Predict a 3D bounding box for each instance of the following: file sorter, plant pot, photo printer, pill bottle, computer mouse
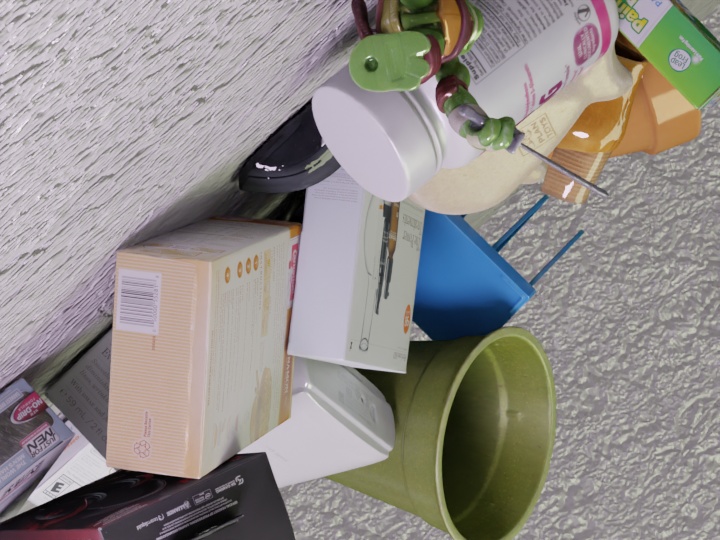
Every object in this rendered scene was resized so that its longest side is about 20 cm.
[{"bbox_3d":[0.083,-0.044,2.066,0.123,0.200,0.139,-42,175,-38],"label":"file sorter"},{"bbox_3d":[0.180,-0.174,1.923,0.140,0.200,0.200,-25,173,-4],"label":"plant pot"},{"bbox_3d":[-0.094,0.127,1.898,0.200,0.070,0.166,-16,148,22],"label":"photo printer"},{"bbox_3d":[0.045,0.135,2.025,0.200,0.190,0.200,-17,112,-52],"label":"plant pot"},{"bbox_3d":[0.070,-0.142,1.548,0.200,0.113,0.113,-39,174,-21],"label":"pill bottle"},{"bbox_3d":[-0.002,-0.121,1.636,0.200,0.046,0.140,-42,176,-12],"label":"computer mouse"}]

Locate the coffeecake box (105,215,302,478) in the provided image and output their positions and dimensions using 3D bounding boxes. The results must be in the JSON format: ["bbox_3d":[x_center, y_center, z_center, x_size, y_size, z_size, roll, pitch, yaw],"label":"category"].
[{"bbox_3d":[-0.109,0.050,1.631,0.200,0.073,0.154,-26,121,-71],"label":"coffeecake box"}]

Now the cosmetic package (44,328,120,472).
[{"bbox_3d":[-0.138,0.062,1.783,0.200,0.102,0.074,-45,176,3],"label":"cosmetic package"}]

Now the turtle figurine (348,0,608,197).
[{"bbox_3d":[0.077,-0.152,1.377,0.144,0.200,0.194,-60,162,14],"label":"turtle figurine"}]

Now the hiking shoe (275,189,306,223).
[{"bbox_3d":[-0.003,-0.065,1.914,0.200,0.076,0.101,-44,178,17],"label":"hiking shoe"}]

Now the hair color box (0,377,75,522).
[{"bbox_3d":[-0.293,0.168,1.678,0.099,0.061,0.200,-39,174,-39],"label":"hair color box"}]

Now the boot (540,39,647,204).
[{"bbox_3d":[0.121,-0.152,1.815,0.071,0.201,0.144,-45,155,-64],"label":"boot"}]

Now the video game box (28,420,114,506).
[{"bbox_3d":[-0.177,0.169,2.015,0.182,0.047,0.200,-39,137,9],"label":"video game box"}]

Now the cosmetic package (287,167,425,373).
[{"bbox_3d":[0.000,0.000,1.781,0.200,0.052,0.151,18,80,-75],"label":"cosmetic package"}]

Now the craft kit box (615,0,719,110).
[{"bbox_3d":[0.199,-0.203,1.672,0.049,0.200,0.198,-45,176,14],"label":"craft kit box"}]

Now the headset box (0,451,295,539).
[{"bbox_3d":[-0.154,0.191,1.621,0.149,0.075,0.200,-23,-173,-35],"label":"headset box"}]

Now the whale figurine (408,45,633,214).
[{"bbox_3d":[0.105,-0.131,1.743,0.200,0.104,0.159,-30,138,4],"label":"whale figurine"}]
